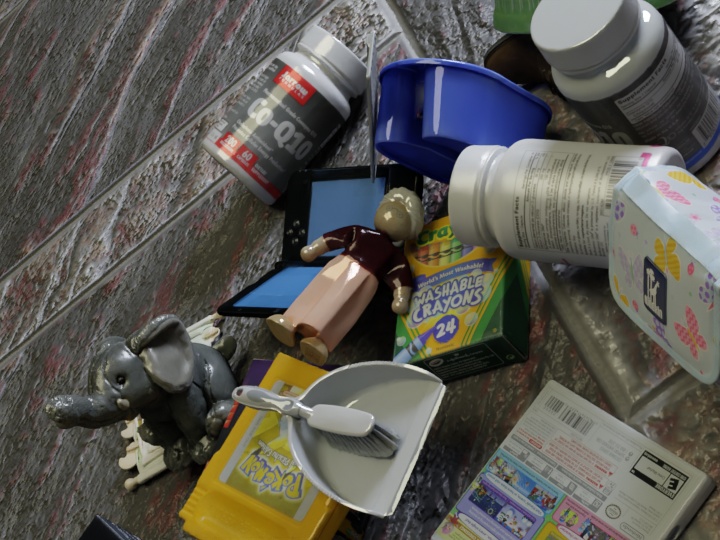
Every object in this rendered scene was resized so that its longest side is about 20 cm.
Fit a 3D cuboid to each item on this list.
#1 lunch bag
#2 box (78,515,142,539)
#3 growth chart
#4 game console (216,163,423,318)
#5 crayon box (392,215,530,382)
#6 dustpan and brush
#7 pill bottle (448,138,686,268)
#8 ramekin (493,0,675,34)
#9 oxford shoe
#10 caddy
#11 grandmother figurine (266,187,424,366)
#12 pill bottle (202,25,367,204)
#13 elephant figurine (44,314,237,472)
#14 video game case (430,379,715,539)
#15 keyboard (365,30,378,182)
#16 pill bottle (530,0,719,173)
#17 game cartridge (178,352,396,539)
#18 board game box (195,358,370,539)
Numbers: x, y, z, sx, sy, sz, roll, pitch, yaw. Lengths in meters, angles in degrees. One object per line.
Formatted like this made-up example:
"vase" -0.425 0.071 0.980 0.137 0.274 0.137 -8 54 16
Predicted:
"lunch bag" 0.283 0.020 1.126 0.127 0.200 0.170 -43 39 5
"box" -0.157 0.339 1.271 0.196 0.200 0.118 26 78 50
"growth chart" -0.215 0.146 1.638 0.144 0.018 0.201 -26 43 26
"game console" -0.045 -0.032 1.539 0.199 0.116 0.177 1 84 43
"crayon box" 0.103 0.009 1.427 0.125 0.052 0.201 -19 46 31
"dustpan and brush" -0.035 0.135 1.308 0.199 0.057 0.140 6 63 43
"pill bottle" 0.189 -0.062 1.319 0.199 0.113 0.114 7 62 29
"ramekin" 0.225 -0.314 1.468 0.199 0.098 0.200 -12 18 4
"oxford shoe" 0.208 -0.215 1.501 0.199 0.073 0.085 -5 57 41
"caddy" 0.105 -0.156 1.459 0.141 0.200 0.106 -2 73 43
"grandmother figurine" 0.000 0.000 1.421 0.200 0.121 0.061 -54 -3 -21
"pill bottle" -0.085 -0.187 1.719 0.200 0.114 0.114 -49 38 -1
"elephant figurine" -0.223 0.111 1.499 0.142 0.200 0.155 -45 36 8
"video game case" 0.174 0.205 1.216 0.182 0.022 0.200 -52 39 -5
"keyboard" 0.013 -0.161 1.451 0.011 0.200 0.057 -1 64 2
"pill bottle" 0.247 -0.178 1.328 0.113 0.200 0.114 -25 43 26
"game cartridge" -0.070 0.187 1.364 0.176 0.032 0.200 17 68 46
"board game box" -0.057 0.175 1.433 0.199 0.057 0.166 0 60 43
